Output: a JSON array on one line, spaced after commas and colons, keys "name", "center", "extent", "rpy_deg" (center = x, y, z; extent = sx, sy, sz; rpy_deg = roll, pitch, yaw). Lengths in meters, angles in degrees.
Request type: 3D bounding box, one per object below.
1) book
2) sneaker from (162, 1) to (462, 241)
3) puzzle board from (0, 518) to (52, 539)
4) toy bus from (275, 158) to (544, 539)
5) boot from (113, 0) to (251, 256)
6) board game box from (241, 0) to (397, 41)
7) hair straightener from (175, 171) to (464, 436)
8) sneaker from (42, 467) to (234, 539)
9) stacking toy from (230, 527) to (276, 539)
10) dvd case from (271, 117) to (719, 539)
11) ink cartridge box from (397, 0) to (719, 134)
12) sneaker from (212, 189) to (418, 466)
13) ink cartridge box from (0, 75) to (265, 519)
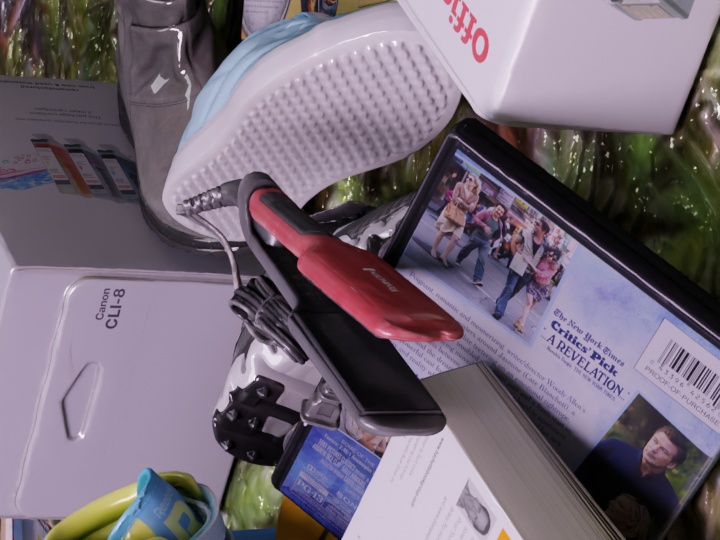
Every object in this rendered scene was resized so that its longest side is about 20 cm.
[{"name": "book", "center": [0.063, 0.151, 1.051], "extent": [0.200, 0.048, 0.134], "rpy_deg": [53, 139, 27]}, {"name": "sneaker", "center": [-0.020, -0.083, 1.227], "extent": [0.200, 0.074, 0.082], "rpy_deg": [-27, 44, 50]}, {"name": "puzzle board", "center": [-0.161, 0.202, 1.520], "extent": [0.200, 0.017, 0.152], "rpy_deg": [79, -171, -70]}, {"name": "toy bus", "center": [0.029, 0.047, 1.156], "extent": [0.078, 0.065, 0.200], "rpy_deg": [35, 131, 10]}, {"name": "boot", "center": [-0.086, -0.101, 1.400], "extent": [0.200, 0.067, 0.131], "rpy_deg": [-123, 24, -54]}, {"name": "board game box", "center": [0.006, -0.163, 1.295], "extent": [0.200, 0.034, 0.136], "rpy_deg": [-165, 80, -64]}, {"name": "hair straightener", "center": [-0.024, 0.020, 1.089], "extent": [0.200, 0.041, 0.077], "rpy_deg": [36, 122, 55]}, {"name": "sneaker", "center": [-0.042, 0.144, 1.166], "extent": [0.080, 0.199, 0.131], "rpy_deg": [-69, -20, -60]}, {"name": "stacking toy", "center": [-0.023, 0.211, 1.260], "extent": [0.200, 0.116, 0.110], "rpy_deg": [45, 128, 40]}, {"name": "dvd case", "center": [0.055, 0.056, 1.085], "extent": [0.142, 0.018, 0.200], "rpy_deg": [38, 132, 12]}, {"name": "ink cartridge box", "center": [0.085, -0.171, 1.072], "extent": [0.146, 0.084, 0.201], "rpy_deg": [-119, 40, -49]}, {"name": "sneaker", "center": [0.000, 0.000, 1.248], "extent": [0.200, 0.066, 0.091], "rpy_deg": [-45, 31, 43]}, {"name": "ink cartridge box", "center": [-0.148, 0.012, 1.469], "extent": [0.200, 0.144, 0.146], "rpy_deg": [-123, 43, -51]}]
